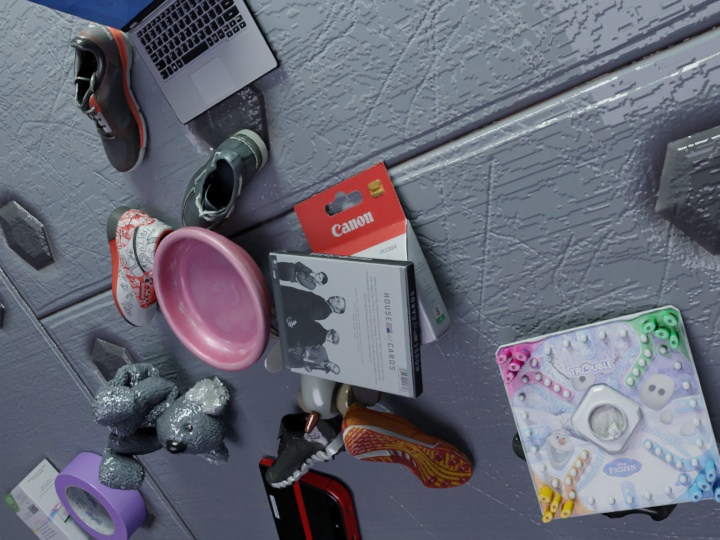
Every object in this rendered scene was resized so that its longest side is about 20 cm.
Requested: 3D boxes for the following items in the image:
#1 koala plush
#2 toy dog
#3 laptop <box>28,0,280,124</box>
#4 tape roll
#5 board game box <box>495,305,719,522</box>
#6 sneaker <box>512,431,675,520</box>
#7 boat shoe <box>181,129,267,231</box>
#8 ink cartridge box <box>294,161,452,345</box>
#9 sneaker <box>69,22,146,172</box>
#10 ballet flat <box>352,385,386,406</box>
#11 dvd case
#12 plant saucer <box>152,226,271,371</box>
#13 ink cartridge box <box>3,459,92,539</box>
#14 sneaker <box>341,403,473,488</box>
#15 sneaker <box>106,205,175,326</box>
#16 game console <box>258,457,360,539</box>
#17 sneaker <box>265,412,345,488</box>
[{"bbox_3d":[-0.304,0.241,1.211,0.194,0.185,0.182,4,114,5],"label":"koala plush"},{"bbox_3d":[-0.075,0.134,1.006,0.131,0.097,0.201,-31,101,42],"label":"toy dog"},{"bbox_3d":[-0.225,-0.261,0.817,0.184,0.116,0.203,-16,111,40],"label":"laptop"},{"bbox_3d":[-0.548,0.483,1.578,0.196,0.066,0.204,16,128,22],"label":"tape roll"},{"bbox_3d":[0.259,0.159,0.787,0.196,0.026,0.205,-16,94,25],"label":"board game box"},{"bbox_3d":[0.271,0.240,0.866,0.195,0.067,0.093,10,123,25],"label":"sneaker"},{"bbox_3d":[-0.187,-0.099,0.940,0.073,0.062,0.199,45,134,-6],"label":"boat shoe"},{"bbox_3d":[0.000,0.000,0.871,0.159,0.050,0.204,-19,98,40],"label":"ink cartridge box"},{"bbox_3d":[-0.329,-0.210,0.942,0.075,0.082,0.204,16,128,22],"label":"sneaker"},{"bbox_3d":[0.032,0.088,0.948,0.067,0.046,0.204,30,128,25],"label":"ballet flat"},{"bbox_3d":[-0.020,0.058,0.866,0.196,0.025,0.155,6,109,35],"label":"dvd case"},{"bbox_3d":[-0.191,0.034,0.997,0.196,0.051,0.206,17,121,29],"label":"plant saucer"},{"bbox_3d":[-0.700,0.549,1.708,0.201,0.084,0.144,49,133,-6],"label":"ink cartridge box"},{"bbox_3d":[0.067,0.228,0.996,0.197,0.078,0.074,28,114,-15],"label":"sneaker"},{"bbox_3d":[-0.305,0.012,1.091,0.106,0.067,0.206,18,126,24],"label":"sneaker"},{"bbox_3d":[-0.082,0.411,1.254,0.173,0.031,0.205,12,126,32],"label":"game console"},{"bbox_3d":[-0.096,0.262,1.134,0.091,0.066,0.199,48,130,-2],"label":"sneaker"}]
